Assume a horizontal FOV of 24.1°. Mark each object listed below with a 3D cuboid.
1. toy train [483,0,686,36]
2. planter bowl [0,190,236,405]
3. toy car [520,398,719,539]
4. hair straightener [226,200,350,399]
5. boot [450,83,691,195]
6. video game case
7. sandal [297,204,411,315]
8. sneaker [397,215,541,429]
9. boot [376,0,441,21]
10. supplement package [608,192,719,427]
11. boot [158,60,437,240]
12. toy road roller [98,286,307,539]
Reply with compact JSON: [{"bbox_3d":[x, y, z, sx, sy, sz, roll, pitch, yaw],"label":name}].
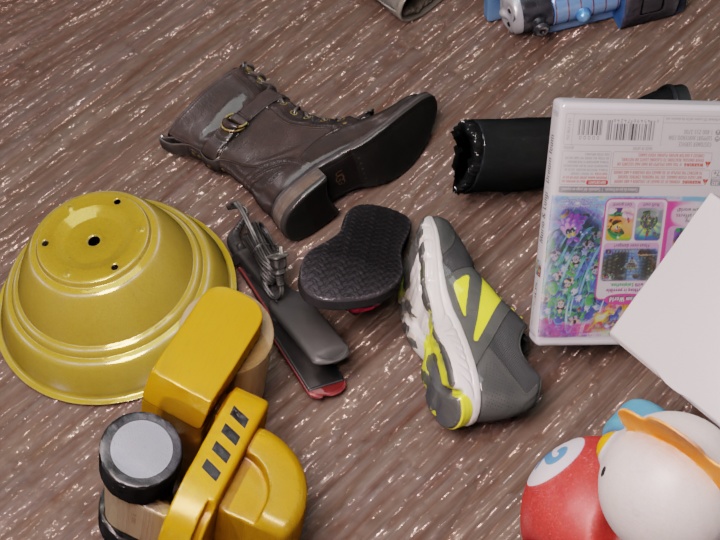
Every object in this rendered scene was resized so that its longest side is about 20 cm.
[{"bbox_3d":[0.201,-0.273,1.530,0.198,0.087,0.115,-15,56,-8],"label":"toy train"},{"bbox_3d":[-0.201,0.000,1.325,0.198,0.084,0.202,-4,52,5],"label":"planter bowl"},{"bbox_3d":[0.185,0.145,1.100,0.176,0.201,0.184,32,58,28],"label":"toy car"},{"bbox_3d":[-0.060,0.005,1.321,0.040,0.078,0.201,-11,46,-22],"label":"hair straightener"},{"bbox_3d":[0.160,-0.099,1.324,0.160,0.198,0.074,1,83,-7],"label":"boot"},{"bbox_3d":[0.228,-0.034,1.244,0.197,0.184,0.024,0,18,-14],"label":"video game case"},{"bbox_3d":[0.000,0.000,1.313,0.074,0.046,0.200,17,22,7],"label":"sandal"},{"bbox_3d":[0.083,0.042,1.292,0.084,0.075,0.202,4,47,-17],"label":"sneaker"},{"bbox_3d":[0.027,-0.339,1.607,0.199,0.073,0.182,30,72,34],"label":"boot"},{"bbox_3d":[0.283,0.047,1.156,0.121,0.199,0.120,42,102,32],"label":"supplement package"},{"bbox_3d":[-0.053,-0.129,1.437,0.199,0.070,0.174,-35,56,-20],"label":"boot"},{"bbox_3d":[-0.092,0.128,1.196,0.145,0.123,0.201,24,57,6],"label":"toy road roller"}]
